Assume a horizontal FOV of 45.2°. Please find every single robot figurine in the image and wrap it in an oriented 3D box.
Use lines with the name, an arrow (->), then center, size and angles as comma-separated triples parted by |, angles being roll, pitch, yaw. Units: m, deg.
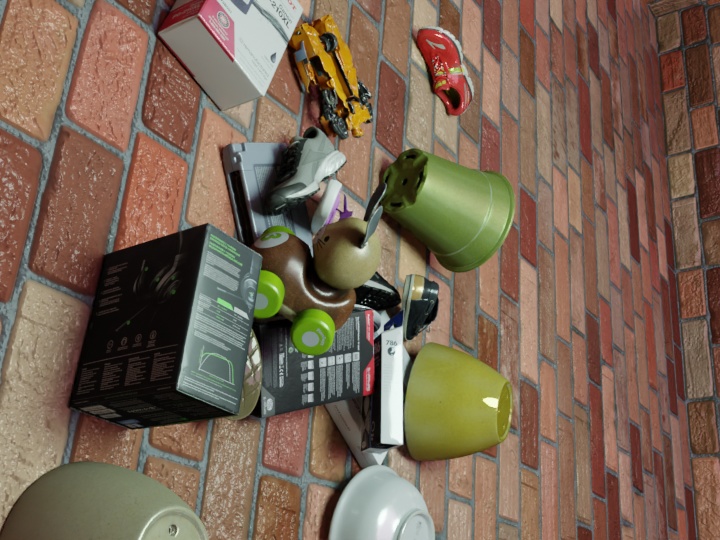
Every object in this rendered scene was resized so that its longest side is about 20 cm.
robot figurine -> -0.046, -0.308, 1.412 | 0.145, 0.058, 0.201 | -41, 113, -53

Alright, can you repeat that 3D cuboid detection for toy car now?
toy car -> -0.039, -0.027, 1.087 | 0.157, 0.200, 0.165 | 37, 23, -14

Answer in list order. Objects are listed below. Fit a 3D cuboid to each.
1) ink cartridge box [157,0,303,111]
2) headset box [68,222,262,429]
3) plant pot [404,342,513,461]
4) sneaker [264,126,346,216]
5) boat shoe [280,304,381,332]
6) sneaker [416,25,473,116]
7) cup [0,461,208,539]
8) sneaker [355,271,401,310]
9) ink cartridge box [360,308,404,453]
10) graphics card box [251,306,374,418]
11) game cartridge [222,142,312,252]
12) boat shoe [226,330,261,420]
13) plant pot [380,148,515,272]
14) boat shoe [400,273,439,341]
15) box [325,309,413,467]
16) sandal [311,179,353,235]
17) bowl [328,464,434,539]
ink cartridge box -> -0.175, -0.349, 1.207 | 0.145, 0.084, 0.201 | 50, 43, -37
headset box -> -0.210, 0.058, 0.948 | 0.093, 0.173, 0.201 | 34, 52, -45
plant pot -> 0.174, 0.227, 1.449 | 0.200, 0.141, 0.202 | 4, 90, -65
sneaker -> -0.091, -0.141, 1.229 | 0.080, 0.074, 0.200 | 56, 32, -15
boat shoe -> -0.041, 0.083, 1.282 | 0.199, 0.071, 0.068 | 19, 63, -50
sneaker -> 0.172, -0.402, 1.754 | 0.200, 0.077, 0.085 | 54, 45, -31
cup -> -0.235, 0.289, 0.864 | 0.200, 0.142, 0.202 | 23, 61, -50
sneaker -> 0.000, 0.000, 1.373 | 0.200, 0.075, 0.088 | 29, 51, -49
ink cartridge box -> 0.032, 0.162, 1.273 | 0.039, 0.099, 0.202 | 8, 69, -14
graphics card box -> -0.069, 0.122, 1.183 | 0.199, 0.051, 0.127 | -7, 99, -42
game cartridge -> -0.127, -0.083, 1.241 | 0.133, 0.041, 0.202 | -11, 89, -61
boat shoe -> -0.172, 0.086, 1.080 | 0.072, 0.068, 0.202 | -10, 83, -24
plant pot -> 0.137, -0.122, 1.538 | 0.189, 0.199, 0.201 | 24, 59, -35
boat shoe -> 0.097, 0.068, 1.435 | 0.200, 0.062, 0.075 | 91, 7, -64
box -> 0.020, 0.184, 1.370 | 0.157, 0.041, 0.200 | 63, 37, -22
sandal -> -0.038, -0.084, 1.278 | 0.203, 0.050, 0.083 | -98, -147, -90
bowl -> 0.047, 0.393, 1.267 | 0.200, 0.090, 0.203 | -3, 94, -53
